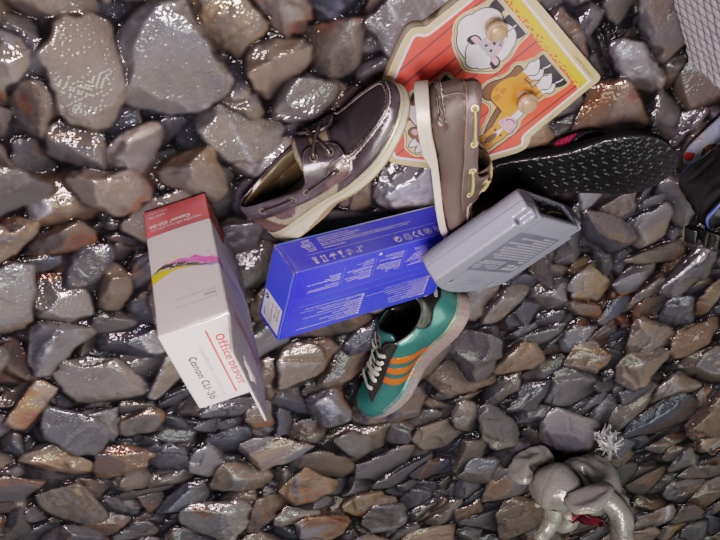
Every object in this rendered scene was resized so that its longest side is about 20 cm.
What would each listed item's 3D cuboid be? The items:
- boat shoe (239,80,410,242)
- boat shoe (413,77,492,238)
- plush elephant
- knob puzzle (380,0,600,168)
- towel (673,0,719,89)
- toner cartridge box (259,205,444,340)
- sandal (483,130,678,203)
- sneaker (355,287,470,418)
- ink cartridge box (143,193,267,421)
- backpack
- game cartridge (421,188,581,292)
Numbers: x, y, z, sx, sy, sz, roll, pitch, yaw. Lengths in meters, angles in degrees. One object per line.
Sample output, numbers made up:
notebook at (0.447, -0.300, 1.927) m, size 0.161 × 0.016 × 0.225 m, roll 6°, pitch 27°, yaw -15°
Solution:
boat shoe at (-0.036, -0.101, 0.855) m, size 0.065 × 0.072 × 0.200 m, roll 21°, pitch 133°, yaw -37°
boat shoe at (0.091, -0.098, 0.866) m, size 0.059 × 0.072 × 0.200 m, roll -8°, pitch 142°, yaw 9°
plush elephant at (0.302, 0.328, 1.352) m, size 0.155 × 0.165 × 0.201 m, roll -6°, pitch 108°, yaw -32°
knob puzzle at (0.104, -0.160, 0.874) m, size 0.219 × 0.031 × 0.220 m, roll -10°, pitch 137°, yaw -9°
towel at (0.346, -0.220, 0.800) m, size 0.085 × 0.166 × 0.200 m, roll -32°, pitch 136°, yaw 6°
toner cartridge box at (0.000, 0.000, 0.947) m, size 0.200 × 0.043 × 0.095 m, roll -15°, pitch 141°, yaw -32°
sandal at (0.221, -0.113, 0.961) m, size 0.199 × 0.045 × 0.075 m, roll -6°, pitch 132°, yaw 8°
sneaker at (0.039, 0.089, 1.082) m, size 0.080 × 0.071 × 0.200 m, roll 20°, pitch 120°, yaw -28°
ink cartridge box at (-0.143, 0.041, 0.868) m, size 0.067 × 0.200 × 0.117 m, roll -18°, pitch 137°, yaw 0°
backpack at (0.445, -0.094, 0.972) m, size 0.190 × 0.154 × 0.200 m, roll 28°, pitch 127°, yaw -29°
game cartridge at (0.142, -0.026, 0.956) m, size 0.133 × 0.041 × 0.200 m, roll -39°, pitch 162°, yaw 20°
